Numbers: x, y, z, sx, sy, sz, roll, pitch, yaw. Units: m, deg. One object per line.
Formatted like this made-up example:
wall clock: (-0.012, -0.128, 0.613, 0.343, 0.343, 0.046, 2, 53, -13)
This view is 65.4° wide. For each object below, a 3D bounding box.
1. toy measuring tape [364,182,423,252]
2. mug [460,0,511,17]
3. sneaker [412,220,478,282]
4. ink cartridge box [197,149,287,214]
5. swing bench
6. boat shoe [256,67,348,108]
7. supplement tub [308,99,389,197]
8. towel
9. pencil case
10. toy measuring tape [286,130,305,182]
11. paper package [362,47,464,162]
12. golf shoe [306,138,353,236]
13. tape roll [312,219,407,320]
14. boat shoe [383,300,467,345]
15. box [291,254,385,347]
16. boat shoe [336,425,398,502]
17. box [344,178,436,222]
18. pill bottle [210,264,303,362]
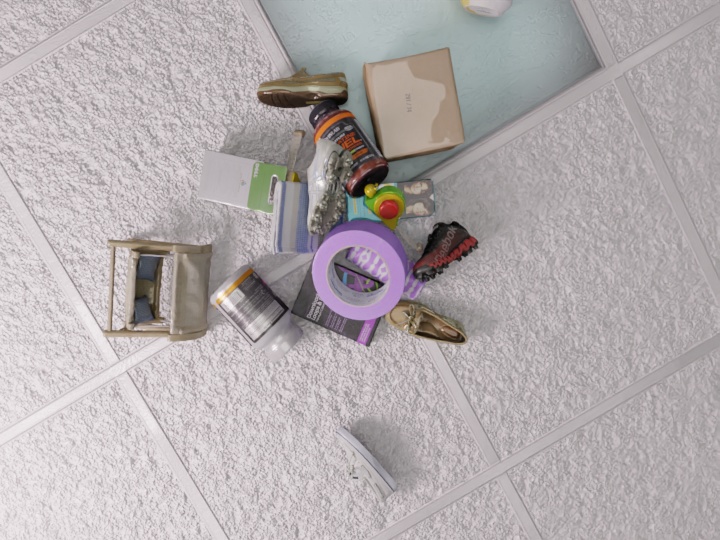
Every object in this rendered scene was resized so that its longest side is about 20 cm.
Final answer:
toy measuring tape: (0.086, -0.119, 1.191, 0.199, 0.074, 0.074, 41, 93, -25)
mug: (0.264, -0.628, 1.184, 0.147, 0.186, 0.156, 2, 107, -35)
sneaker: (0.170, -0.048, 1.222, 0.199, 0.071, 0.099, -31, 84, -36)
ink cartridge box: (-0.243, -0.186, 1.199, 0.196, 0.059, 0.106, 13, 96, 14)
swing bench: (-0.428, 0.040, 1.206, 0.195, 0.130, 0.204, 4, 95, -3)
boat shoe: (-0.126, -0.400, 1.214, 0.195, 0.072, 0.078, -2, 81, -10)
supplement tub: (-0.032, -0.263, 1.188, 0.106, 0.107, 0.202, -35, 74, 2)
towel: (-0.110, -0.109, 1.196, 0.024, 0.198, 0.150, 11, 98, 41)
pencil case: (0.060, -0.017, 1.248, 0.198, 0.084, 0.086, 33, 73, -6)
toy measuring tape: (-0.139, -0.197, 1.222, 0.072, 0.074, 0.204, 13, 90, -4)
paper package: (0.113, -0.350, 1.204, 0.186, 0.103, 0.205, -11, 95, -1)
golf shoe: (-0.076, -0.171, 1.151, 0.077, 0.097, 0.203, -8, 131, -39)
tape roll: (0.000, 0.000, 1.182, 0.195, 0.066, 0.204, 4, 115, 9)
boat shoe: (0.149, 0.119, 1.270, 0.196, 0.063, 0.075, 16, 96, -3)
box: (-0.043, 0.068, 1.272, 0.197, 0.036, 0.145, 23, 94, -3)
boat shoe: (-0.004, 0.456, 1.289, 0.086, 0.074, 0.203, -42, 103, -15)
box: (0.066, -0.152, 1.247, 0.195, 0.049, 0.084, -7, 96, -1)
pill bottle: (-0.223, 0.096, 1.227, 0.116, 0.116, 0.200, -42, 96, 2)
